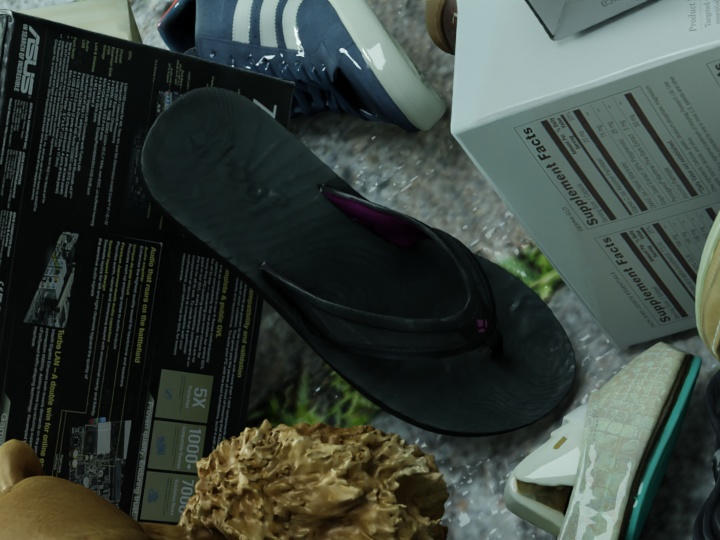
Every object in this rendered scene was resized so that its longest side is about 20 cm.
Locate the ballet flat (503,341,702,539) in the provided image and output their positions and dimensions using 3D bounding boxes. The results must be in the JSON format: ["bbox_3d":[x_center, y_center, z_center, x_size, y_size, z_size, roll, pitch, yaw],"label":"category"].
[{"bbox_3d":[0.073,0.105,1.057,0.062,0.068,0.201,19,64,5],"label":"ballet flat"}]

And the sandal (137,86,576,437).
[{"bbox_3d":[-0.001,0.001,1.127,0.076,0.200,0.048,-58,6,-14],"label":"sandal"}]

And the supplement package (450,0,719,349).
[{"bbox_3d":[0.158,-0.093,1.101,0.199,0.151,0.152,-17,46,25],"label":"supplement package"}]

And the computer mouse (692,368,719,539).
[{"bbox_3d":[0.217,0.051,1.027,0.199,0.046,0.141,-21,26,15],"label":"computer mouse"}]

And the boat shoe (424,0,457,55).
[{"bbox_3d":[0.112,-0.166,1.259,0.201,0.070,0.070,-56,36,-3],"label":"boat shoe"}]

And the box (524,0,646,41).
[{"bbox_3d":[0.100,-0.193,1.071,0.116,0.060,0.201,-24,43,18],"label":"box"}]

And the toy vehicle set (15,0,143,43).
[{"bbox_3d":[-0.196,-0.076,1.321,0.199,0.124,0.027,-9,70,-1],"label":"toy vehicle set"}]

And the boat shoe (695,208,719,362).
[{"bbox_3d":[0.179,-0.022,0.987,0.076,0.071,0.200,-95,26,-46],"label":"boat shoe"}]

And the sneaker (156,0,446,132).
[{"bbox_3d":[-0.033,-0.093,1.305,0.084,0.075,0.200,-42,32,-4],"label":"sneaker"}]

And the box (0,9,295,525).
[{"bbox_3d":[-0.124,0.004,1.168,0.086,0.163,0.201,6,88,44],"label":"box"}]

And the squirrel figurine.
[{"bbox_3d":[-0.060,0.121,1.061,0.200,0.187,0.142,-42,42,-1],"label":"squirrel figurine"}]
